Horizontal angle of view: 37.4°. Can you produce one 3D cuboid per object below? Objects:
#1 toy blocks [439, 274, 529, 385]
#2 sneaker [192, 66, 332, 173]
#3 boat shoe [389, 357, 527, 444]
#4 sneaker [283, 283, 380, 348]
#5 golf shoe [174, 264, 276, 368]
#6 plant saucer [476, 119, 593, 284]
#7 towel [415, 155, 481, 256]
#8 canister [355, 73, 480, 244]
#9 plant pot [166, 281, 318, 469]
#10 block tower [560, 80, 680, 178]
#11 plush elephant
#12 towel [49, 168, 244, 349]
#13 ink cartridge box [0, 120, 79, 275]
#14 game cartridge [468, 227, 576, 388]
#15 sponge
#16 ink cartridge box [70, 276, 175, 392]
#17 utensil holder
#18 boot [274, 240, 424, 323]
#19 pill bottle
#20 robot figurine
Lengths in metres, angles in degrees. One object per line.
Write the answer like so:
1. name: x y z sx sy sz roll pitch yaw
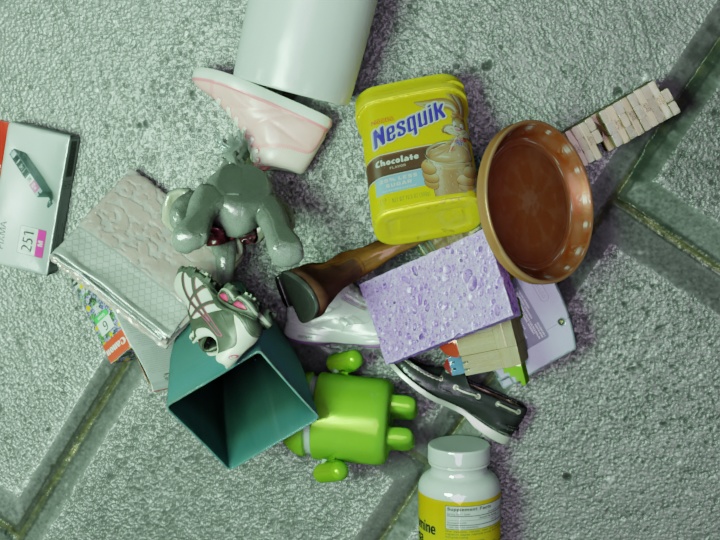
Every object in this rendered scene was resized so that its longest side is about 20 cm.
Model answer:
1. toy blocks: 0.130 0.057 1.369 0.136 0.100 0.202 -14 93 21
2. sneaker: -0.146 -0.194 1.427 0.199 0.075 0.105 24 94 -1
3. boat shoe: 0.132 0.159 1.438 0.199 0.074 0.061 32 99 -1
4. sneaker: -0.006 0.054 1.441 0.198 0.075 0.101 2 93 5
5. golf shoe: -0.190 0.052 1.315 0.077 0.199 0.088 38 81 -35
6. plant saucer: 0.212 -0.083 1.307 0.032 0.199 0.202 -8 98 49
7. towel: 0.158 -0.033 1.438 0.146 0.022 0.201 -35 92 9
8. canister: 0.075 -0.140 1.347 0.147 0.087 0.201 -10 56 6
9. plant pot: -0.161 0.119 1.397 0.141 0.201 0.142 -30 126 10
10. block tower: 0.310 -0.177 1.386 0.199 0.058 0.054 -30 94 8
11. plush elephant: -0.174 -0.060 1.389 0.163 0.155 0.201 2 55 -16
12. towel: -0.281 -0.021 1.423 0.199 0.191 0.032 37 141 -2
13. ink cartridge box: -0.498 -0.110 1.497 0.172 0.044 0.202 13 98 4
14. game cartridge: 0.196 0.039 1.412 0.133 0.042 0.201 -30 90 6
15. sponge: 0.096 0.035 1.328 0.199 0.030 0.112 -24 77 33
16. ink cartridge box: -0.299 0.079 1.432 0.050 0.109 0.201 -37 74 28
17. utensil holder: -0.064 -0.327 1.356 0.169 0.170 0.202 15 100 5
18. boot: 0.000 0.000 1.351 0.199 0.188 0.069 -21 90 -10
19. pill bottle: 0.133 0.332 1.439 0.111 0.112 0.202 0 96 7
20. robot figurine: -0.024 0.199 1.439 0.198 0.116 0.177 5 75 8
